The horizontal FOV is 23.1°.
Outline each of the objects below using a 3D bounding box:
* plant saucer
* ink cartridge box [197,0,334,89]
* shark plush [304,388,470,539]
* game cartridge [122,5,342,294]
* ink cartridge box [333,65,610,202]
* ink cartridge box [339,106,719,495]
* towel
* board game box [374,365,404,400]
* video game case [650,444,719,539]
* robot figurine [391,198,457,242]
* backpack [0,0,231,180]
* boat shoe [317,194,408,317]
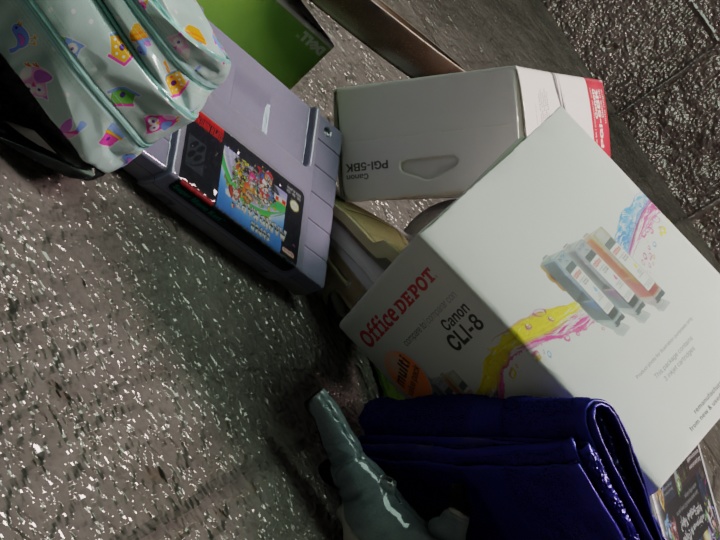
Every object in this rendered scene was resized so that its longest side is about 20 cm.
[{"bbox_3d":[-0.004,-0.199,1.326,0.200,0.032,0.200,37,8,-6],"label":"plant saucer"},{"bbox_3d":[-0.083,-0.170,1.257,0.148,0.076,0.200,36,14,-46],"label":"ink cartridge box"},{"bbox_3d":[0.038,0.152,1.009,0.201,0.083,0.091,58,21,11],"label":"shark plush"},{"bbox_3d":[-0.081,-0.080,1.136,0.200,0.038,0.131,37,45,-45],"label":"game cartridge"},{"bbox_3d":[0.086,-0.098,1.292,0.200,0.146,0.084,-7,92,-66],"label":"ink cartridge box"},{"bbox_3d":[0.116,0.038,1.063,0.200,0.145,0.144,47,59,4],"label":"ink cartridge box"},{"bbox_3d":[0.089,0.140,1.019,0.049,0.199,0.148,-40,111,-33],"label":"towel"},{"bbox_3d":[0.069,0.075,1.216,0.048,0.101,0.201,41,22,-42],"label":"board game box"},{"bbox_3d":[0.217,0.135,1.274,0.200,0.023,0.183,-10,84,-70],"label":"video game case"},{"bbox_3d":[0.096,0.014,1.390,0.169,0.114,0.200,16,-10,36],"label":"robot figurine"},{"bbox_3d":[-0.165,-0.149,0.955,0.200,0.126,0.167,52,13,-20],"label":"backpack"},{"bbox_3d":[0.000,0.000,1.223,0.074,0.069,0.200,22,12,-33],"label":"boat shoe"}]
